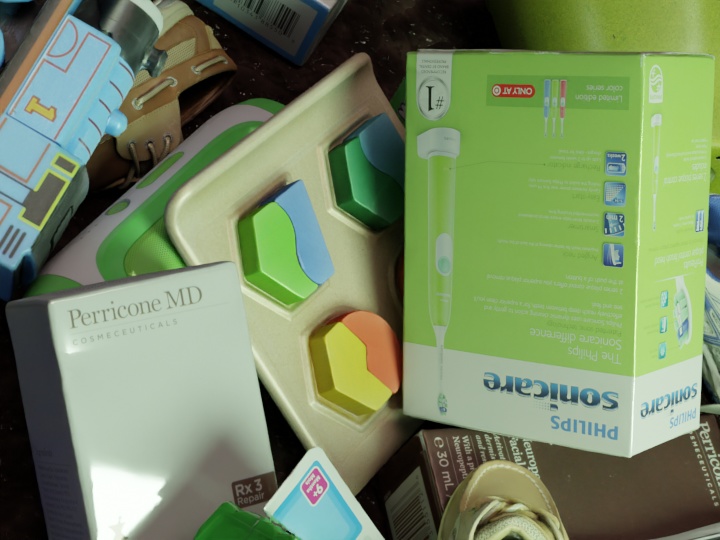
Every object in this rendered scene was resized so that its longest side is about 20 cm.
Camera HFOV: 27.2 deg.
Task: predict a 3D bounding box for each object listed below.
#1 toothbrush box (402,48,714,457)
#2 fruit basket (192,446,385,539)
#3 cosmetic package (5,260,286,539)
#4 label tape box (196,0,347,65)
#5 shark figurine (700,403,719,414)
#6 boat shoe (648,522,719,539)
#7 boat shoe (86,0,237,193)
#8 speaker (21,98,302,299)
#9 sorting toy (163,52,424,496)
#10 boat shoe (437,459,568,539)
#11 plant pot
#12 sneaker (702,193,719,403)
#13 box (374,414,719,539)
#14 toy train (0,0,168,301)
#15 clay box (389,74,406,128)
[{"bbox_3d":[0.103,-0.016,0.794,0.086,0.145,0.202,-8,101,-51],"label":"toothbrush box"},{"bbox_3d":[-0.027,0.210,0.656,0.185,0.093,0.201,-44,115,-23],"label":"fruit basket"},{"bbox_3d":[-0.097,0.103,0.715,0.101,0.074,0.202,-13,93,-30],"label":"cosmetic package"},{"bbox_3d":[-0.051,-0.254,1.024,0.143,0.066,0.201,31,53,-2],"label":"label tape box"},{"bbox_3d":[0.256,0.132,0.860,0.127,0.215,0.090,4,75,14],"label":"shark figurine"},{"bbox_3d":[0.154,0.178,0.757,0.198,0.066,0.071,-8,101,-22],"label":"boat shoe"},{"bbox_3d":[-0.136,-0.086,0.871,0.072,0.076,0.200,36,53,-1],"label":"boat shoe"},{"bbox_3d":[-0.100,-0.014,0.832,0.088,0.089,0.200,39,52,4],"label":"speaker"},{"bbox_3d":[0.000,0.000,0.839,0.185,0.036,0.201,-42,110,-40],"label":"sorting toy"},{"bbox_3d":[0.072,0.138,0.686,0.071,0.066,0.200,10,24,1],"label":"boat shoe"},{"bbox_3d":[0.184,-0.145,0.993,0.199,0.200,0.195,0,70,-24],"label":"plant pot"},{"bbox_3d":[0.257,0.040,0.955,0.200,0.088,0.075,47,51,8],"label":"sneaker"},{"bbox_3d":[0.118,0.143,0.835,0.198,0.075,0.101,0,59,-26],"label":"box"},{"bbox_3d":[-0.179,-0.088,0.769,0.114,0.087,0.201,30,69,-8],"label":"toy train"},{"bbox_3d":[0.094,-0.034,0.913,0.200,0.115,0.048,45,52,8],"label":"clay box"}]
